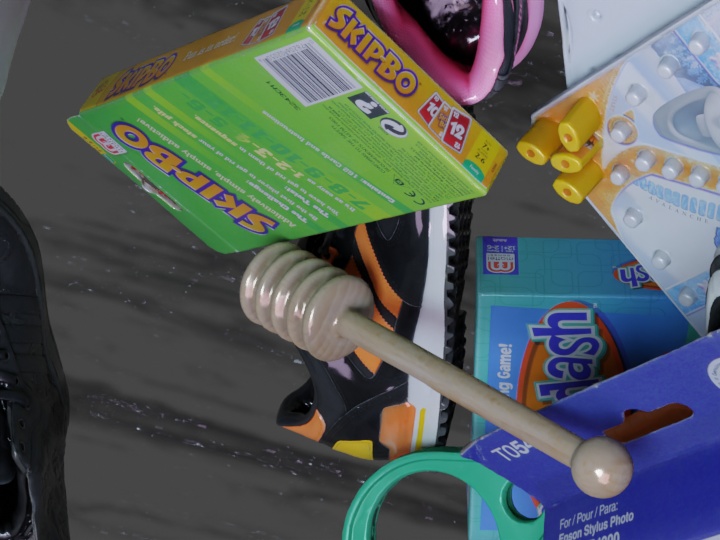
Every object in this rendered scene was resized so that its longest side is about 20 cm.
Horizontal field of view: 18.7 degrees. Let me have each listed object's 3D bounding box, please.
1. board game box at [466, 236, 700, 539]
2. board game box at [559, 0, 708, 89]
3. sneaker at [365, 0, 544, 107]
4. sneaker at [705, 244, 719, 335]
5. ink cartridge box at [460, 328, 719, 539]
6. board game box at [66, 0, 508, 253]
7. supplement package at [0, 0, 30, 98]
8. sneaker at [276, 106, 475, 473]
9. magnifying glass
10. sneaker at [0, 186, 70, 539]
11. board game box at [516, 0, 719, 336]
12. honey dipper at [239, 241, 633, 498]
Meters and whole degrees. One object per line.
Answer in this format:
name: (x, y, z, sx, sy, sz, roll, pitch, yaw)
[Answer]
board game box: (0.149, 0.057, 0.985, 0.199, 0.045, 0.152, 1, 129, 2)
board game box: (0.163, -0.122, 0.804, 0.200, 0.026, 0.200, 14, 132, 30)
sneaker: (0.012, -0.147, 0.802, 0.079, 0.095, 0.200, -20, 113, 19)
sneaker: (0.210, 0.042, 0.779, 0.200, 0.080, 0.074, 31, 138, 12)
ink cartridge box: (0.160, 0.107, 0.818, 0.200, 0.041, 0.200, 32, 150, -16)
board game box: (-0.036, -0.053, 0.866, 0.096, 0.030, 0.200, 42, 151, -22)
supplement package: (-0.195, -0.153, 0.751, 0.147, 0.191, 0.200, 6, 126, -1)
sneaker: (0.000, 0.000, 0.935, 0.090, 0.070, 0.201, 6, 124, 8)
magnifying glass: (0.078, 0.092, 0.917, 0.200, 0.022, 0.080, -29, 81, 27)
sneaker: (-0.165, 0.057, 0.959, 0.060, 0.104, 0.200, -8, 126, 8)
board game box: (0.182, -0.016, 0.831, 0.200, 0.026, 0.200, 50, 141, -8)
honey dipper: (0.030, 0.038, 0.846, 0.038, 0.200, 0.038, -23, 125, -37)
